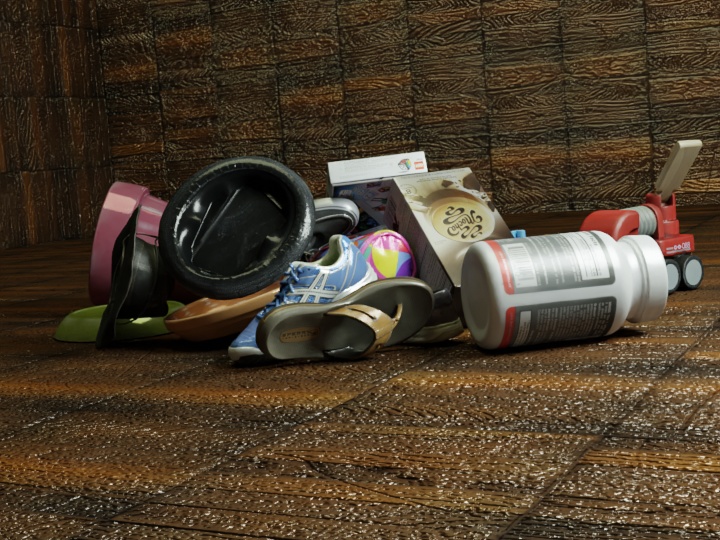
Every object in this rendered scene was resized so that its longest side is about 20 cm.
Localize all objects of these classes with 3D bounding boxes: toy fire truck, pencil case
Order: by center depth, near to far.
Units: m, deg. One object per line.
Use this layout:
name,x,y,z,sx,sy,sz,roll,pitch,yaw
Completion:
pencil case,0.000,0.000,1.415,0.088,0.089,0.200,-7,1,-21
toy fire truck,0.381,-0.068,1.477,0.176,0.200,0.129,-9,7,-35

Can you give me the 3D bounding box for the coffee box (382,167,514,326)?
coffee box,0.119,-0.031,1.369,0.113,0.080,0.200,-9,48,-21

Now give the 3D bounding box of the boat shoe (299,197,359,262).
boat shoe,-0.094,-0.033,1.446,0.200,0.070,0.066,-17,43,11

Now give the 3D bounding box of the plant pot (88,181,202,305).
plant pot,-0.321,-0.027,1.762,0.179,0.200,0.200,12,5,-3

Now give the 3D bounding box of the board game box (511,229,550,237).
board game box,0.162,-0.035,1.572,0.200,0.026,0.200,-4,5,-7

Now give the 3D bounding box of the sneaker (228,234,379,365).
sneaker,-0.072,0.034,1.236,0.200,0.077,0.076,-37,23,-27

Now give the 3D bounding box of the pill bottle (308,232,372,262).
pill bottle,-0.056,-0.009,1.653,0.200,0.113,0.112,-1,7,21

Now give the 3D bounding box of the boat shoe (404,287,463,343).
boat shoe,0.032,0.047,1.286,0.200,0.065,0.072,0,9,43

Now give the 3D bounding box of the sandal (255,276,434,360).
sandal,-0.010,0.059,1.172,0.200,0.082,0.055,-7,25,-21

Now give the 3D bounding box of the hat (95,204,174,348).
hat,-0.272,0.014,1.396,0.081,0.201,0.201,13,0,-18

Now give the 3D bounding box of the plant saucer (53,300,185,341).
plant saucer,-0.326,0.067,1.541,0.200,0.031,0.200,-5,6,1

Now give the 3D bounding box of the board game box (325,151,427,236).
board game box,0.017,-0.099,1.499,0.126,0.035,0.200,-7,-18,-6

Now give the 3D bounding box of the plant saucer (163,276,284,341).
plant saucer,-0.145,0.045,1.380,0.200,0.038,0.200,-18,7,2

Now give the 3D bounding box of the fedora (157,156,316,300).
fedora,-0.150,-0.041,1.375,0.200,0.201,0.092,-5,-25,-1

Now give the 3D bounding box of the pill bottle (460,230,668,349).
pill bottle,0.217,0.018,1.185,0.200,0.116,0.116,-5,6,-12
